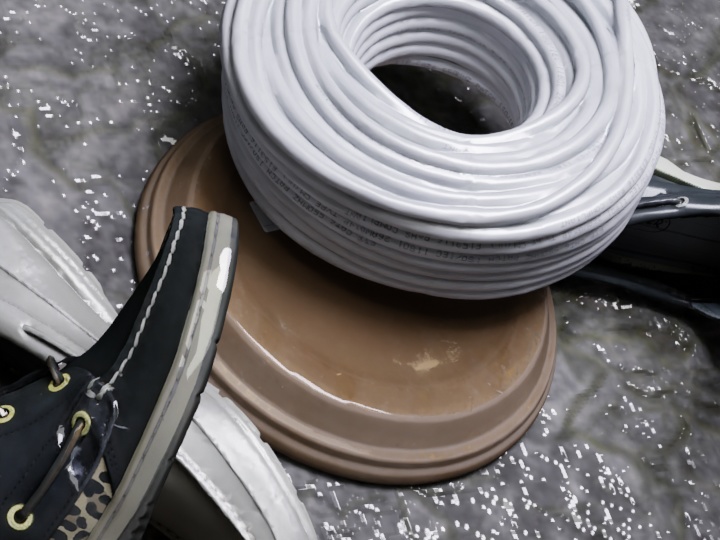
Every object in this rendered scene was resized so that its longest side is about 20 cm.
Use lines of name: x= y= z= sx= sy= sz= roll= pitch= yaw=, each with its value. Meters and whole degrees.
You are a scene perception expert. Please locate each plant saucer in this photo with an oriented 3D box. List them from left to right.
plant saucer: x=0.000 y=0.000 z=0.946 sx=0.199 sy=0.029 sz=0.201 roll=14 pitch=50 yaw=-17

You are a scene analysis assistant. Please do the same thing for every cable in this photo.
cable: x=0.034 y=-0.079 z=0.947 sx=0.199 sy=0.069 sz=0.201 roll=-1 pitch=53 yaw=-17

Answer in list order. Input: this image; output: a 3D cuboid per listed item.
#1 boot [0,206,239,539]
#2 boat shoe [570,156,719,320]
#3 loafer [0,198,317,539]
boot: x=-0.141 y=0.049 z=0.747 sx=0.153 sy=0.073 sz=0.204 roll=24 pitch=87 yaw=-4
boat shoe: x=0.170 y=-0.005 z=1.007 sx=0.199 sy=0.075 sz=0.066 roll=18 pitch=43 yaw=-11
loafer: x=-0.099 y=0.058 z=0.823 sx=0.200 sy=0.070 sz=0.070 roll=42 pitch=54 yaw=15
